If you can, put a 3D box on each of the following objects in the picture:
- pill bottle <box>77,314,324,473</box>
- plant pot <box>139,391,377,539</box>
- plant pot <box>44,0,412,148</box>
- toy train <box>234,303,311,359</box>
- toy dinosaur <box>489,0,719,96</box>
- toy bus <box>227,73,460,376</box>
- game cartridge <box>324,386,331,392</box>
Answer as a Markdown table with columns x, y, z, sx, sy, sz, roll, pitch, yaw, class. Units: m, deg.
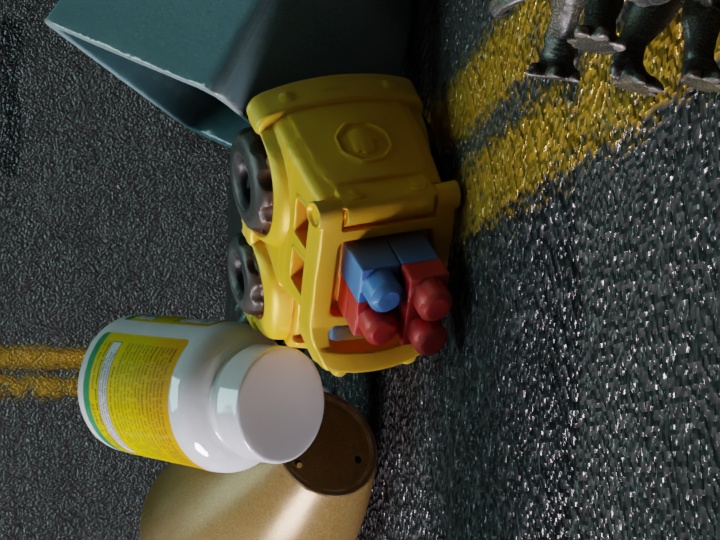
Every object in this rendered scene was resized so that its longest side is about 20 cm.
| x | y | z | sx | sy | sz | roll | pitch | yaw | class |
| --- | --- | --- | --- | --- | --- | --- | --- | --- | --- |
| -0.122 | 0.094 | 1.060 | 0.199 | 0.112 | 0.114 | 1 | 89 | 47 | pill bottle |
| -0.070 | 0.188 | 1.160 | 0.200 | 0.184 | 0.188 | 127 | 147 | -48 | plant pot |
| -0.073 | -0.203 | 1.035 | 0.195 | 0.195 | 0.202 | 34 | -97 | -54 | plant pot |
| -0.055 | 0.025 | 1.188 | 0.201 | 0.084 | 0.114 | -64 | 2 | -34 | toy train |
| 0.101 | -0.120 | 0.501 | 0.200 | 0.076 | 0.104 | -172 | 96 | -86 | toy dinosaur |
| 0.000 | 0.000 | 0.924 | 0.193 | 0.134 | 0.202 | -120 | 28 | -42 | toy bus |
| -0.051 | 0.228 | 1.401 | 0.133 | 0.040 | 0.203 | 130 | 142 | -70 | game cartridge |
